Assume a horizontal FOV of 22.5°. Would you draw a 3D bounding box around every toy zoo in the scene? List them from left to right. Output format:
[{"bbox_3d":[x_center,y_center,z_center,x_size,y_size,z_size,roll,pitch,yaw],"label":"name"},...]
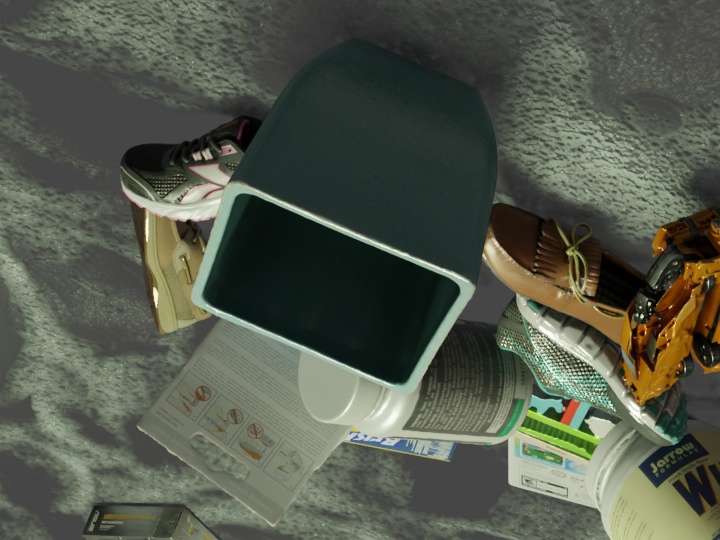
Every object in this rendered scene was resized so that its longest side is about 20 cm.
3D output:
[{"bbox_3d":[0.213,0.109,1.695,0.130,0.021,0.201,22,138,3],"label":"toy zoo"}]

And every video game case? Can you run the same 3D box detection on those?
[{"bbox_3d":[0.245,0.188,1.817,0.198,0.024,0.183,14,147,14],"label":"video game case"}]

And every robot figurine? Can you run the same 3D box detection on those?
[{"bbox_3d":[0.272,0.022,1.472,0.144,0.058,0.201,-19,142,-19],"label":"robot figurine"}]

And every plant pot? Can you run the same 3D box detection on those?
[{"bbox_3d":[0.003,-0.061,1.418,0.195,0.201,0.196,22,149,-2],"label":"plant pot"}]

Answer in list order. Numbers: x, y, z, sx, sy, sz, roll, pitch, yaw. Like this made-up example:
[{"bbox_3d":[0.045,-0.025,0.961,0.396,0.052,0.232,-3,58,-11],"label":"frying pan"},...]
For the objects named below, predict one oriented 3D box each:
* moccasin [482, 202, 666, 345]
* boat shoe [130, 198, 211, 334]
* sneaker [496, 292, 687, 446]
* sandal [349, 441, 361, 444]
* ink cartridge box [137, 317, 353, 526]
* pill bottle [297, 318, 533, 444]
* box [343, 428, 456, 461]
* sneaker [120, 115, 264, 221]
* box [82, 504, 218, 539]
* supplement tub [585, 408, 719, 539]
[{"bbox_3d":[0.182,0.000,1.524,0.201,0.074,0.078,34,144,-20],"label":"moccasin"},{"bbox_3d":[-0.177,-0.025,1.718,0.064,0.072,0.201,-13,139,-10],"label":"boat shoe"},{"bbox_3d":[0.203,0.087,1.611,0.200,0.078,0.091,43,136,2],"label":"sneaker"},{"bbox_3d":[-0.078,0.138,1.839,0.198,0.054,0.080,23,153,-2],"label":"sandal"},{"bbox_3d":[-0.088,0.121,1.680,0.160,0.201,0.050,34,155,7],"label":"ink cartridge box"},{"bbox_3d":[0.050,0.096,1.638,0.199,0.114,0.113,8,160,-37],"label":"pill bottle"},{"bbox_3d":[0.000,0.124,1.759,0.198,0.071,0.065,11,144,-3],"label":"box"},{"bbox_3d":[-0.114,-0.098,1.569,0.198,0.081,0.087,3,133,13],"label":"sneaker"},{"bbox_3d":[-0.244,0.378,2.368,0.157,0.049,0.200,-5,140,35],"label":"box"},{"bbox_3d":[0.305,0.227,1.623,0.200,0.144,0.145,50,173,44],"label":"supplement tub"}]
